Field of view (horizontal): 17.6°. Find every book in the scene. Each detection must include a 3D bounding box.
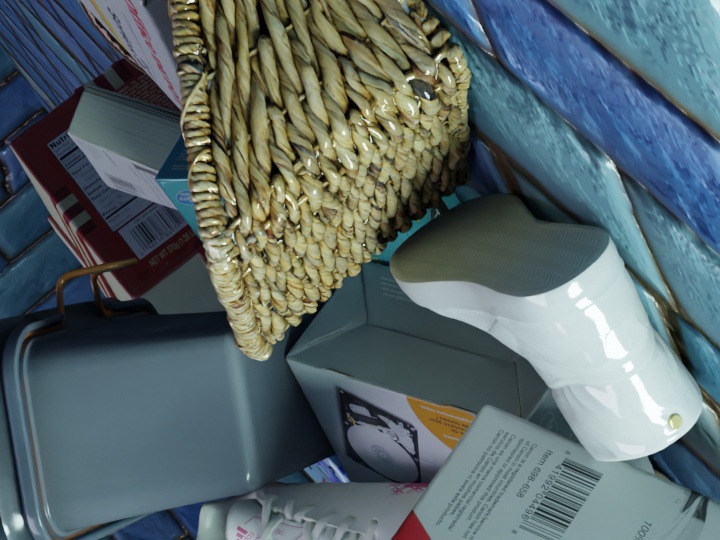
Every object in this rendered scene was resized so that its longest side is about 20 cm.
[{"bbox_3d":[-0.068,-0.045,1.397,0.198,0.048,0.134,19,169,8],"label":"book"}]

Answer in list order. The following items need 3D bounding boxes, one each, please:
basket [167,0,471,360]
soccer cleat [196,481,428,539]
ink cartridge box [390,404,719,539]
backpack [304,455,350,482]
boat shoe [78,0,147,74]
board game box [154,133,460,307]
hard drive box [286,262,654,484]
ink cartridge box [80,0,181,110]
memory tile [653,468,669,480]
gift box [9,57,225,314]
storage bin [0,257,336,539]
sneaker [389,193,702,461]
[{"bbox_3d":[-0.045,-0.071,1.072,0.143,0.149,0.200,49,174,12],"label":"basket"},{"bbox_3d":[-0.019,0.145,1.221,0.086,0.070,0.200,15,165,-29],"label":"soccer cleat"},{"bbox_3d":[0.109,0.169,1.051,0.199,0.145,0.084,22,149,29],"label":"ink cartridge box"},{"bbox_3d":[0.022,0.085,1.533,0.183,0.134,0.200,48,170,14],"label":"backpack"},{"bbox_3d":[-0.156,-0.211,1.442,0.203,0.074,0.075,58,-174,-9],"label":"boat shoe"},{"bbox_3d":[0.000,0.000,1.284,0.150,0.047,0.200,1,139,37],"label":"board game box"},{"bbox_3d":[0.071,0.102,1.232,0.155,0.077,0.201,14,145,38],"label":"hard drive box"},{"bbox_3d":[-0.119,-0.186,1.213,0.200,0.087,0.146,46,171,25],"label":"ink cartridge box"},{"bbox_3d":[0.120,0.169,1.350,0.199,0.017,0.154,4,123,44],"label":"memory tile"},{"bbox_3d":[-0.125,-0.031,1.666,0.201,0.184,0.187,55,173,21],"label":"gift box"},{"bbox_3d":[-0.095,0.063,1.233,0.200,0.133,0.147,-12,-87,-72],"label":"storage bin"},{"bbox_3d":[0.085,0.032,1.078,0.116,0.073,0.200,56,171,-18],"label":"sneaker"}]
